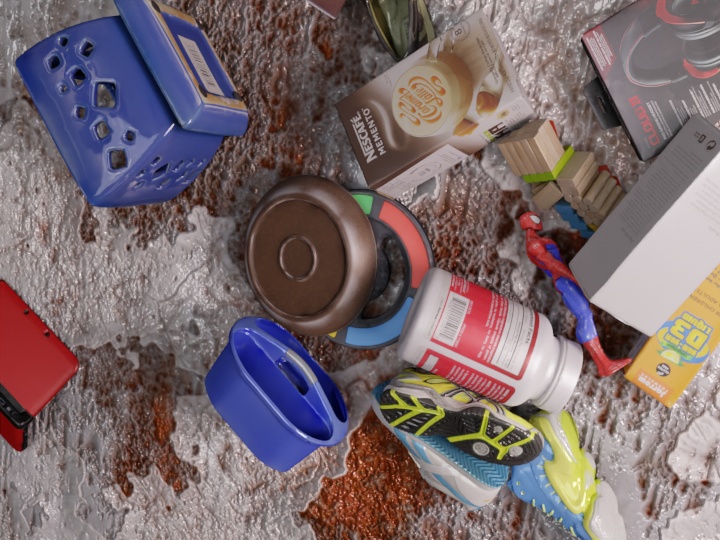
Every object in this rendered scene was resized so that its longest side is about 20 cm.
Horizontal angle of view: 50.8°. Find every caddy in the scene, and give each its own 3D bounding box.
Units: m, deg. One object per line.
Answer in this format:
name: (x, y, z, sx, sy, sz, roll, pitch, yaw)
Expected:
caddy: (-0.101, 0.151, 0.968, 0.200, 0.141, 0.105, 47, 115, 5)

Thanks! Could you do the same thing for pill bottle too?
pill bottle: (0.149, 0.085, 0.875, 0.196, 0.112, 0.115, 24, 107, -1)

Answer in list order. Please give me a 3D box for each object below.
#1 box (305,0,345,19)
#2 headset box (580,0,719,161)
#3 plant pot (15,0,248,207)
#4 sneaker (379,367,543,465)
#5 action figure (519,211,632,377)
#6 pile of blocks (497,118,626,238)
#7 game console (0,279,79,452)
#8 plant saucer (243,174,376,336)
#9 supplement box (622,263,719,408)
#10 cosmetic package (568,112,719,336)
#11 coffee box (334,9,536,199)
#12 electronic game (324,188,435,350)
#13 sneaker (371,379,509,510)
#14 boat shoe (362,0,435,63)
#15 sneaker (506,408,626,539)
box: (-0.062, -0.426, 0.815, 0.202, 0.162, 0.167, -53, 54, 19)
headset box: (0.332, -0.218, 0.788, 0.197, 0.075, 0.151, -28, 90, 21)
plant pot: (-0.262, -0.212, 0.936, 0.177, 0.200, 0.203, -30, 89, 15)
sneaker: (0.123, 0.163, 0.895, 0.195, 0.077, 0.077, 20, 127, 12)
action figure: (0.239, 0.021, 0.864, 0.051, 0.065, 0.203, -33, 79, 9)
pile of blocks: (0.247, -0.098, 0.856, 0.199, 0.082, 0.062, 43, 67, -2)
game console: (-0.551, 0.152, 1.190, 0.200, 0.118, 0.173, 43, 141, 8)
plant saucer: (-0.073, -0.017, 0.953, 0.195, 0.032, 0.206, 4, 98, 28)
supplement box: (0.367, 0.047, 0.827, 0.066, 0.069, 0.203, 31, 109, 12)
cosmetic package: (0.318, -0.042, 0.774, 0.100, 0.075, 0.201, 27, 115, -23)
coffee box: (0.084, -0.183, 0.867, 0.197, 0.079, 0.117, -29, 75, 21)
electronic game: (0.000, 0.000, 0.959, 0.194, 0.042, 0.206, 3, 100, 19)
sneaker: (0.087, 0.219, 0.949, 0.199, 0.076, 0.082, 39, 135, 20)
boat shoe: (0.032, -0.333, 0.877, 0.070, 0.066, 0.206, -19, 92, 24)
sneaker: (0.241, 0.269, 0.914, 0.104, 0.075, 0.204, -26, 83, 33)
